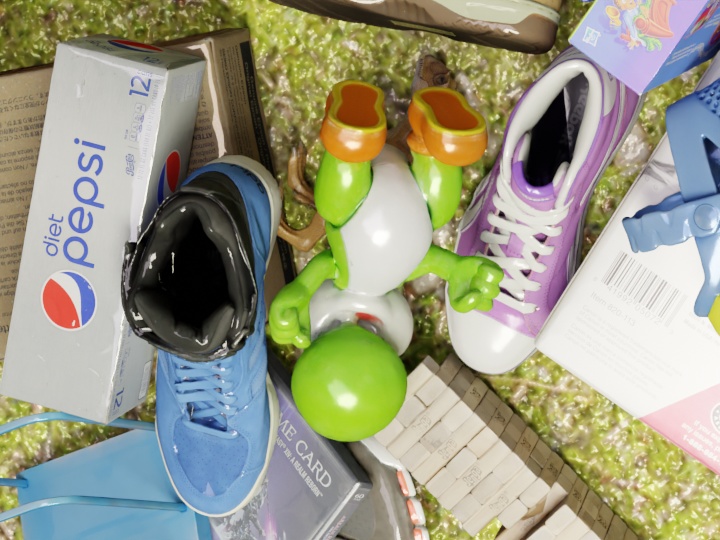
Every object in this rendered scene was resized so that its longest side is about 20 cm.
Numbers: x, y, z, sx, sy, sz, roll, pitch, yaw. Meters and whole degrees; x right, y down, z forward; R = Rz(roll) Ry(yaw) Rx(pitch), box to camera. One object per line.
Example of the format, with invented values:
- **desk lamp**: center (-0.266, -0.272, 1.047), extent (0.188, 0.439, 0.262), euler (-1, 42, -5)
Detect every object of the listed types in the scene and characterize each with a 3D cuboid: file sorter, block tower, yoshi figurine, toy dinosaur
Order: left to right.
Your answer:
- **file sorter**: center (-0.169, 0.192, 1.400), extent (0.138, 0.122, 0.201), euler (-21, 71, 35)
- **toy dinosaur**: center (0.001, -0.023, 1.389), extent (0.106, 0.060, 0.201), euler (16, 104, 13)
- **yoshi figurine**: center (0.007, 0.009, 1.305), extent (0.112, 0.112, 0.201), euler (28, 124, 23)
- **block tower**: center (0.093, 0.132, 1.385), extent (0.200, 0.058, 0.054), euler (45, 107, 0)

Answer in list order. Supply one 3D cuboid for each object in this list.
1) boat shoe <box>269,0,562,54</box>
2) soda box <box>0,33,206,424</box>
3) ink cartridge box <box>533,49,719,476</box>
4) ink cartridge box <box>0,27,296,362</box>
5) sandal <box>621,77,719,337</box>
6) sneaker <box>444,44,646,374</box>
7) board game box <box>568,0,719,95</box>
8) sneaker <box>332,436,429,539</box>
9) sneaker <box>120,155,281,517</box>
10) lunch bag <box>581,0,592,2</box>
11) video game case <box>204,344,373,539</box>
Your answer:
- **boat shoe**: center (0.018, -0.174, 1.361), extent (0.199, 0.072, 0.077), euler (13, 87, 11)
- **soda box**: center (-0.141, -0.024, 1.353), extent (0.068, 0.063, 0.201), euler (14, 104, 14)
- **ink cartridge box**: center (0.209, -0.006, 1.313), extent (0.146, 0.083, 0.201), euler (35, 108, 9)
- **ink cartridge box**: center (-0.149, -0.041, 1.426), extent (0.199, 0.075, 0.166), euler (-8, 98, 17)
- **sandal**: center (0.188, -0.066, 1.227), extent (0.087, 0.079, 0.201), euler (22, 103, 16)
- **sneaker**: center (0.085, -0.030, 1.334), extent (0.072, 0.114, 0.202), euler (22, 107, 11)
- **board game box**: center (0.180, -0.162, 1.233), extent (0.045, 0.200, 0.135), euler (38, 108, 8)
- **sneaker**: center (-0.010, 0.190, 1.406), extent (0.081, 0.077, 0.201), euler (-5, 101, -22)
- **sneaker**: center (-0.087, 0.045, 1.326), extent (0.076, 0.111, 0.201), euler (11, 104, 13)
- **lunch bag**: center (0.166, -0.239, 1.249), extent (0.094, 0.150, 0.200), euler (46, 109, 5)
- **video game case**: center (-0.089, 0.149, 1.436), extent (0.200, 0.019, 0.143), euler (-53, 53, 18)
